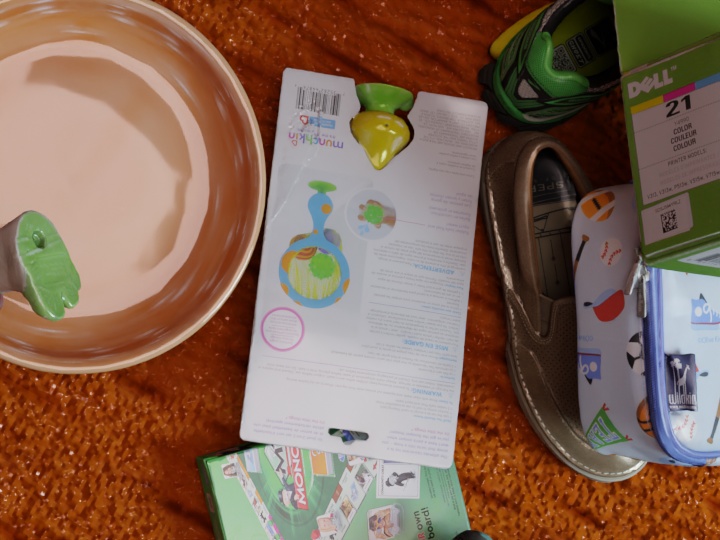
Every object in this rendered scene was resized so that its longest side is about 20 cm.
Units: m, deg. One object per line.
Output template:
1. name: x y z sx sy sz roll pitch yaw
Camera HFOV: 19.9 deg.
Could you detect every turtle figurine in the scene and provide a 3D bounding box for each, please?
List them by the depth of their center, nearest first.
1. turtle figurine: -0.229 0.055 0.970 0.144 0.193 0.201 35 45 -40

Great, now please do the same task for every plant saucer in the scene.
1. plant saucer: -0.149 -0.047 1.067 0.199 0.037 0.201 1 87 -15

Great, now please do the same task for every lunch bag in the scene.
1. lunch bag: 0.195 0.022 1.105 0.199 0.075 0.161 1 88 -43

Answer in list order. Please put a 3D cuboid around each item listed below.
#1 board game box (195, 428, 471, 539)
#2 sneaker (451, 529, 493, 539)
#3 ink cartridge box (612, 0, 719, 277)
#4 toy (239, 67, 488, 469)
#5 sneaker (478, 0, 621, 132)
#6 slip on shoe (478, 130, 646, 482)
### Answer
1. board game box: 0.001 0.180 1.103 0.134 0.029 0.201 -14 92 -14
2. sneaker: -0.009 0.199 1.049 0.091 0.078 0.200 45 76 -6
3. ink cartridge box: 0.204 -0.100 1.046 0.147 0.076 0.201 7 72 -41
4. toy: 0.000 0.000 1.102 0.115 0.047 0.201 9 81 -11
5. sneaker: 0.161 -0.147 1.132 0.200 0.085 0.078 -41 98 -14
6. slip on shoe: 0.118 0.020 1.125 0.076 0.061 0.201 -14 91 -16
